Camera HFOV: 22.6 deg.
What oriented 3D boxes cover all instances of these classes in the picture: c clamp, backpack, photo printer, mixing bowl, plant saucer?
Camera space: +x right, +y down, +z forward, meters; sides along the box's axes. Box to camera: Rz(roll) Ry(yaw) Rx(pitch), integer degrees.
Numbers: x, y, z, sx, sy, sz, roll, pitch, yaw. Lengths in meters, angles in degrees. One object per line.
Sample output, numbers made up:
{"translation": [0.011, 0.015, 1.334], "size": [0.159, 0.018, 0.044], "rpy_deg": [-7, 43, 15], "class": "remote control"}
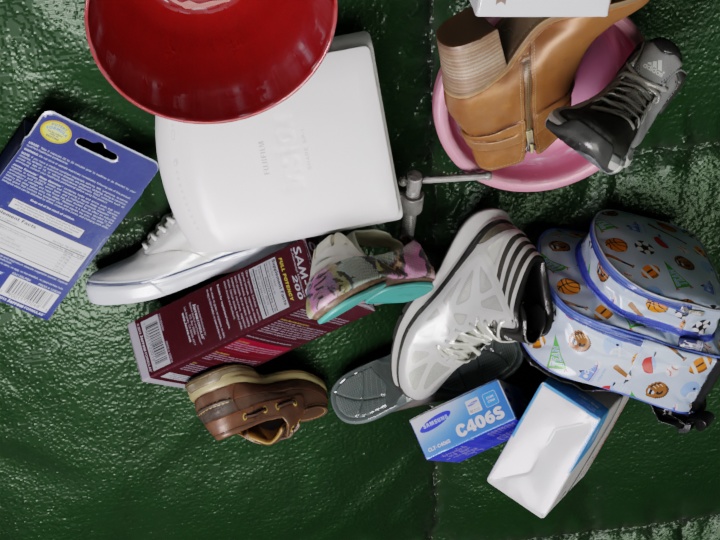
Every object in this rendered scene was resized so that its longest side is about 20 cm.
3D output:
{"translation": [0.018, -0.024, 1.664], "size": [0.170, 0.027, 0.201], "rpy_deg": [3, 141, -10], "class": "c clamp"}
{"translation": [0.242, 0.037, 1.692], "size": [0.189, 0.200, 0.155], "rpy_deg": [7, 119, -13], "class": "backpack"}
{"translation": [-0.074, -0.106, 1.547], "size": [0.199, 0.069, 0.167], "rpy_deg": [-10, 105, -1], "class": "photo printer"}
{"translation": [-0.125, -0.229, 1.445], "size": [0.199, 0.109, 0.201], "rpy_deg": [-7, 128, -9], "class": "mixing bowl"}
{"translation": [0.159, -0.164, 1.598], "size": [0.199, 0.051, 0.201], "rpy_deg": [-6, 129, -7], "class": "plant saucer"}

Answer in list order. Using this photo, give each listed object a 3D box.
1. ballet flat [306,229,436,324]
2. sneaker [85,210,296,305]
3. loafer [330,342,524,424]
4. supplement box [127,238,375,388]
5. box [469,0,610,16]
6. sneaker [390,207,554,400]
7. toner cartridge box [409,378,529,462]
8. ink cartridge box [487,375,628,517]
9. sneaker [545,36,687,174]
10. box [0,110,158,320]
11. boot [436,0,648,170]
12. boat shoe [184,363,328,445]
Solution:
{"translation": [0.000, 0.000, 1.561], "size": [0.069, 0.071, 0.200], "rpy_deg": [-31, 171, 28], "class": "ballet flat"}
{"translation": [-0.159, -0.026, 1.633], "size": [0.199, 0.073, 0.071], "rpy_deg": [-18, 106, 1], "class": "sneaker"}
{"translation": [0.069, 0.099, 1.770], "size": [0.199, 0.072, 0.063], "rpy_deg": [-18, 171, 15], "class": "loafer"}
{"translation": [-0.100, 0.043, 1.645], "size": [0.199, 0.061, 0.109], "rpy_deg": [-25, 161, 22], "class": "supplement box"}
{"translation": [0.127, -0.308, 1.382], "size": [0.106, 0.201, 0.153], "rpy_deg": [-1, 129, -11], "class": "box"}
{"translation": [0.103, 0.054, 1.643], "size": [0.075, 0.115, 0.201], "rpy_deg": [11, 116, -39], "class": "sneaker"}
{"translation": [0.114, 0.149, 1.762], "size": [0.095, 0.043, 0.200], "rpy_deg": [-27, 169, 7], "class": "toner cartridge box"}
{"translation": [0.202, 0.152, 1.753], "size": [0.068, 0.200, 0.116], "rpy_deg": [32, 108, 13], "class": "ink cartridge box"}
{"translation": [0.219, -0.146, 1.499], "size": [0.075, 0.200, 0.116], "rpy_deg": [37, 102, 7], "class": "sneaker"}
{"translation": [-0.278, -0.053, 1.597], "size": [0.121, 0.032, 0.200], "rpy_deg": [26, 120, -29], "class": "box"}
{"translation": [0.166, -0.171, 1.518], "size": [0.199, 0.077, 0.156], "rpy_deg": [-27, 136, -5], "class": "boot"}
{"translation": [-0.092, 0.135, 1.718], "size": [0.072, 0.068, 0.200], "rpy_deg": [-26, 162, 25], "class": "boat shoe"}
